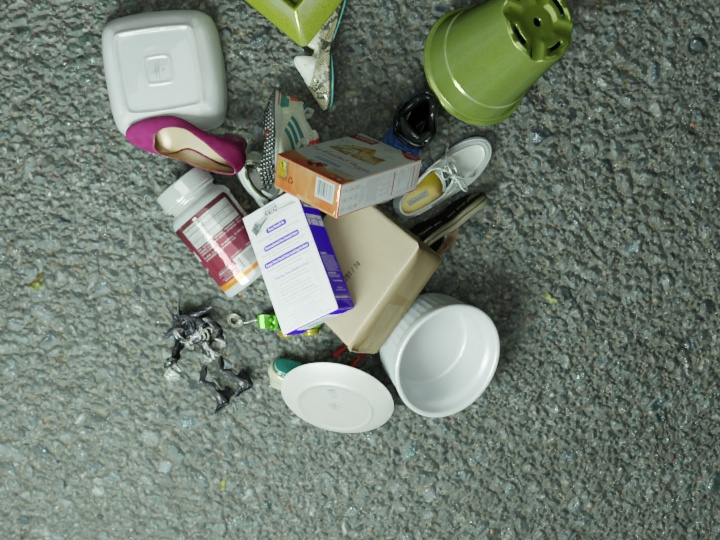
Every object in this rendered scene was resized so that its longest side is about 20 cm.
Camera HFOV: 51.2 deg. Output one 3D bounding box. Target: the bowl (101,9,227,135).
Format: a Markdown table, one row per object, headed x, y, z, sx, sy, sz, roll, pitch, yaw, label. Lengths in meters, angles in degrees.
| x | y | z | sx | sy | sz | roll | pitch | yaw | label |
| --- | --- | --- | --- | --- | --- | --- | --- | --- | --- |
| -0.322 | -0.324 | 1.223 | 0.197 | 0.075 | 0.203 | -7 | 97 | -4 | bowl |

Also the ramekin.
| x | y | z | sx | sy | sz | roll | pitch | yaw | label |
| --- | --- | --- | --- | --- | --- | --- | --- | --- | --- |
| 0.129 | 0.136 | 1.277 | 0.198 | 0.098 | 0.203 | -9 | 112 | -22 | ramekin |

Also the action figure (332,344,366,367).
| x | y | z | sx | sy | sz | roll | pitch | yaw | label |
| --- | --- | --- | --- | --- | --- | --- | --- | --- | --- |
| 0.039 | 0.093 | 1.319 | 0.065 | 0.052 | 0.200 | 43 | 91 | -5 | action figure |

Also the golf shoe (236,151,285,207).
| x | y | z | sx | sy | sz | roll | pitch | yaw | label |
| --- | --- | --- | --- | --- | --- | --- | --- | --- | --- |
| -0.135 | -0.111 | 1.253 | 0.200 | 0.097 | 0.078 | 44 | 92 | -9 | golf shoe |

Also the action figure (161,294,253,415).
| x | y | z | sx | sy | sz | roll | pitch | yaw | label |
| --- | --- | --- | --- | --- | --- | --- | --- | --- | --- |
| -0.270 | 0.141 | 1.276 | 0.118 | 0.102 | 0.201 | -33 | 100 | 13 | action figure |

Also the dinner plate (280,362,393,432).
| x | y | z | sx | sy | sz | roll | pitch | yaw | label |
| --- | --- | --- | --- | --- | --- | --- | --- | --- | --- |
| -0.042 | 0.226 | 1.280 | 0.197 | 0.024 | 0.202 | 6 | 135 | 6 | dinner plate |

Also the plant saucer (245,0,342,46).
| x | y | z | sx | sy | sz | roll | pitch | yaw | label |
| --- | --- | --- | --- | --- | --- | --- | --- | --- | --- |
| -0.104 | -0.498 | 1.195 | 0.200 | 0.048 | 0.200 | 40 | 94 | 11 | plant saucer |

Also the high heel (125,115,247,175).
| x | y | z | sx | sy | sz | roll | pitch | yaw | label |
| --- | --- | --- | --- | --- | --- | --- | --- | --- | --- |
| -0.278 | -0.194 | 1.181 | 0.197 | 0.097 | 0.068 | 3 | 124 | -2 | high heel |

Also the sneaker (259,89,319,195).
| x | y | z | sx | sy | sz | roll | pitch | yaw | label |
| --- | --- | --- | --- | --- | --- | --- | --- | --- | --- |
| -0.109 | -0.204 | 1.216 | 0.092 | 0.070 | 0.202 | 12 | 54 | -21 | sneaker |

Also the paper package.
| x | y | z | sx | sy | sz | roll | pitch | yaw | label |
| --- | --- | --- | --- | --- | --- | --- | --- | --- | --- |
| 0.000 | 0.000 | 1.231 | 0.190 | 0.103 | 0.201 | 40 | 99 | 30 | paper package |

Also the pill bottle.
| x | y | z | sx | sy | sz | roll | pitch | yaw | label |
| --- | --- | --- | --- | --- | --- | --- | --- | --- | --- |
| -0.237 | -0.067 | 1.242 | 0.114 | 0.114 | 0.201 | -38 | 98 | 2 | pill bottle |

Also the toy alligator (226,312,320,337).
| x | y | z | sx | sy | sz | roll | pitch | yaw | label |
| --- | --- | --- | --- | --- | --- | --- | --- | --- | --- |
| -0.135 | 0.086 | 1.300 | 0.197 | 0.054 | 0.060 | -3 | 98 | -4 | toy alligator |

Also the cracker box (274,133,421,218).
| x | y | z | sx | sy | sz | roll | pitch | yaw | label |
| --- | --- | --- | --- | --- | --- | --- | --- | --- | --- |
| -0.017 | -0.152 | 1.159 | 0.133 | 0.199 | 0.058 | 28 | 123 | 31 | cracker box |

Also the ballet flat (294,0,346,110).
| x | y | z | sx | sy | sz | roll | pitch | yaw | label |
| --- | --- | --- | --- | --- | --- | --- | --- | --- | --- |
| -0.073 | -0.369 | 1.235 | 0.074 | 0.068 | 0.203 | 7 | 93 | -18 | ballet flat |

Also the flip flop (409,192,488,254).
| x | y | z | sx | sy | sz | roll | pitch | yaw | label |
| --- | --- | --- | --- | --- | --- | --- | --- | --- | --- |
| 0.141 | -0.063 | 1.296 | 0.199 | 0.081 | 0.058 | -35 | 113 | -4 | flip flop |

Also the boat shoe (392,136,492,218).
| x | y | z | sx | sy | sz | roll | pitch | yaw | label |
| --- | --- | --- | --- | --- | --- | --- | --- | --- | --- |
| 0.142 | -0.157 | 1.271 | 0.201 | 0.086 | 0.075 | -33 | 99 | 1 | boat shoe |

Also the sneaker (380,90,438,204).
| x | y | z | sx | sy | sz | roll | pitch | yaw | label |
| --- | --- | --- | --- | --- | --- | --- | --- | --- | --- |
| 0.067 | -0.205 | 1.245 | 0.076 | 0.111 | 0.201 | 30 | 95 | -3 | sneaker |

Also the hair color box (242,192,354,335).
| x | y | z | sx | sy | sz | roll | pitch | yaw | label |
| --- | --- | --- | --- | --- | --- | --- | --- | --- | --- |
| -0.098 | -0.013 | 1.174 | 0.108 | 0.065 | 0.202 | -25 | 80 | 24 | hair color box |

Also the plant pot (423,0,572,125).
| x | y | z | sx | sy | sz | roll | pitch | yaw | label |
| --- | --- | --- | --- | --- | --- | --- | --- | --- | --- |
| 0.226 | -0.350 | 1.169 | 0.197 | 0.190 | 0.203 | 2 | 84 | -21 | plant pot |

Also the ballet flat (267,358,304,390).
| x | y | z | sx | sy | sz | roll | pitch | yaw | label |
| --- | --- | --- | --- | --- | --- | --- | --- | --- | --- |
| -0.069 | 0.205 | 1.323 | 0.197 | 0.069 | 0.070 | 17 | 96 | -4 | ballet flat |
